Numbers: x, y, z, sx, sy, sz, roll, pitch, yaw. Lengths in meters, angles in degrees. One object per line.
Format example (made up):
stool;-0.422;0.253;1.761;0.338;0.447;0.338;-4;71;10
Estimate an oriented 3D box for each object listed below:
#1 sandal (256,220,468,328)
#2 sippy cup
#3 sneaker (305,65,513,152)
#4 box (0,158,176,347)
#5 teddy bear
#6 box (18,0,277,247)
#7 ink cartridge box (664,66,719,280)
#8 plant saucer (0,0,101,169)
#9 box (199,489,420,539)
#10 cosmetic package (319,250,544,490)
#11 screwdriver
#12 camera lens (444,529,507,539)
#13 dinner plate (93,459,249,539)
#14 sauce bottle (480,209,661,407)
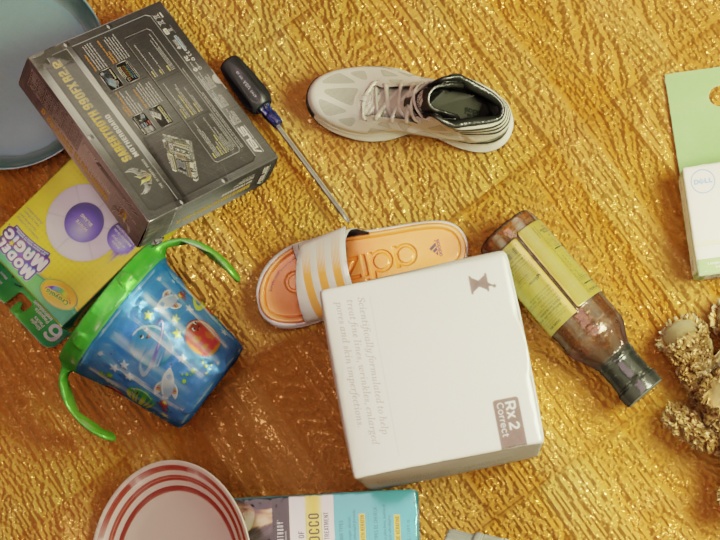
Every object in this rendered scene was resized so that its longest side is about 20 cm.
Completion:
sandal;-0.002;-0.008;1.617;0.205;0.059;0.080;-17;79;2
sippy cup;-0.184;0.068;1.591;0.130;0.140;0.178;39;126;0
sneaker;0.043;-0.163;1.611;0.199;0.115;0.076;8;81;6
box;-0.264;-0.034;1.651;0.117;0.048;0.200;44;88;10
teddy bear;0.342;0.120;1.571;0.145;0.067;0.200;-35;72;-7
box;-0.196;-0.139;1.623;0.158;0.048;0.200;-30;76;-33
ink cartridge box;0.366;-0.099;1.609;0.144;0.048;0.202;-8;82;4
plant saucer;-0.340;-0.194;1.695;0.198;0.027;0.202;-1;80;5
box;-0.045;0.244;1.583;0.198;0.049;0.083;-4;80;4
cosmetic package;0.065;0.093;1.523;0.164;0.200;0.166;-12;79;3
screwdriver;-0.066;-0.126;1.661;0.029;0.028;0.200;-36;80;-31
camera lens;0.146;0.323;1.489;0.199;0.160;0.161;19;82;8
dinner plate;-0.167;0.272;1.566;0.199;0.024;0.202;-5;82;36
sauce bottle;0.193;0.037;1.591;0.066;0.066;0.200;-37;79;-2
